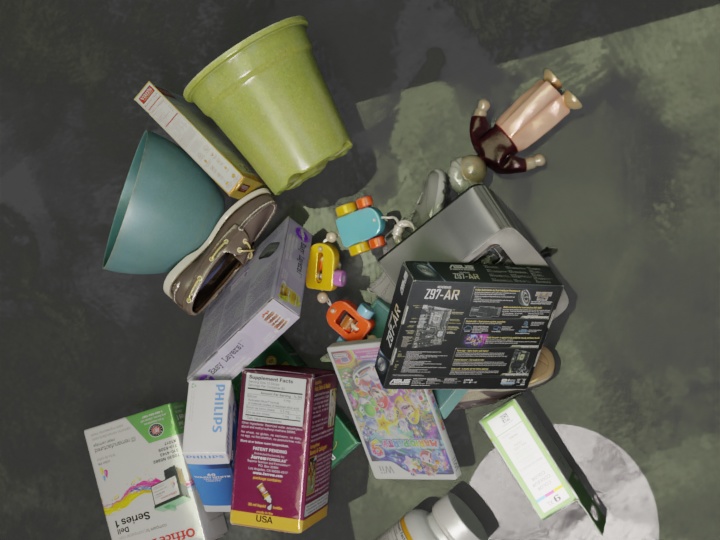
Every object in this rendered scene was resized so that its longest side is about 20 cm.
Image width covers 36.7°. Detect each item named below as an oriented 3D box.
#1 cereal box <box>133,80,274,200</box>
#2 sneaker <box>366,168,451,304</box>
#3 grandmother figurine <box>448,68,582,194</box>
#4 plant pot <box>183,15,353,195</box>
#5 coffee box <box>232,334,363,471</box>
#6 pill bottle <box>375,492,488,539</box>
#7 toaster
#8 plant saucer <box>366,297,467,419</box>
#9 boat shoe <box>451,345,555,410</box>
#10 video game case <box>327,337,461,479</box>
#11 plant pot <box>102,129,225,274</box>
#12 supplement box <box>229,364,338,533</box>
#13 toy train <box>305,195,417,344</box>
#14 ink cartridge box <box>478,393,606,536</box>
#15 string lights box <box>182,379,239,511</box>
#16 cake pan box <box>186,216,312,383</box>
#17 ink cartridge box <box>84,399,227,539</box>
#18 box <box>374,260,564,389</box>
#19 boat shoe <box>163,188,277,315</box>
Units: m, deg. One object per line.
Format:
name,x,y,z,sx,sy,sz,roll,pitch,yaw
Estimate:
cereal box,-0.214,-0.175,1.522,0.200,0.144,0.040,45,99,13
sneaker,0.066,-0.046,1.476,0.081,0.075,0.202,20,93,13
grandmother figurine,0.196,-0.181,1.462,0.200,0.061,0.121,-44,69,6
plant pot,-0.110,-0.214,1.488,0.199,0.200,0.185,-32,92,11
coffee box,-0.100,0.202,1.522,0.123,0.044,0.200,-43,77,9
pill bottle,0.069,0.389,1.433,0.200,0.113,0.113,-43,78,9
toaster,0.152,0.008,1.382,0.199,0.181,0.119,-38,37,8
plant saucer,0.065,0.112,1.457,0.070,0.019,0.200,-50,55,1
boat shoe,0.165,0.145,1.447,0.198,0.065,0.073,-15,55,17
video game case,0.043,0.184,1.434,0.142,0.018,0.202,-9,107,41
plant pot,-0.268,-0.080,1.524,0.134,0.200,0.202,17,91,-17
supplement box,-0.099,0.230,1.430,0.102,0.131,0.202,4,88,15
toy train,0.000,0.000,1.470,0.150,0.056,0.201,34,106,15
ink cartridge box,0.236,0.260,1.401,0.059,0.104,0.201,-35,80,10
string lights box,-0.189,0.237,1.443,0.058,0.201,0.104,-1,57,2
cake pan box,-0.149,0.049,1.453,0.052,0.185,0.200,37,119,-19
ink cartridge box,-0.291,0.302,1.545,0.143,0.084,0.202,-18,83,13
box,0.130,0.070,1.314,0.198,0.044,0.162,1,123,-19
boat shoe,-0.181,-0.025,1.483,0.200,0.072,0.059,-46,62,-6
